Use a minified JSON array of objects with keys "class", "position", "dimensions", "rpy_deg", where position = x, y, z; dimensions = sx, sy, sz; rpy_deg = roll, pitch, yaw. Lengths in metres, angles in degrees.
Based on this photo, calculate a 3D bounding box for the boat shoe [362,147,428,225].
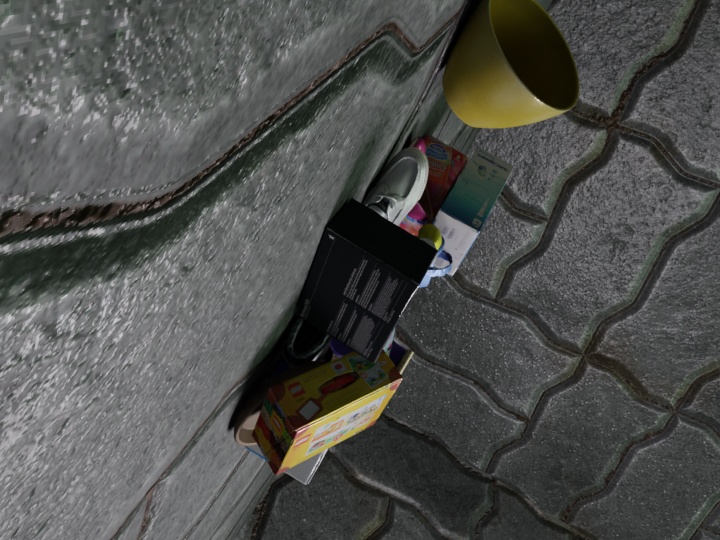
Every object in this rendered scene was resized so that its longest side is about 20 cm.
[{"class":"boat shoe","position":[0.033,-0.096,1.047],"dimensions":[0.200,0.072,0.069],"rpy_deg":[-51,178,18]}]

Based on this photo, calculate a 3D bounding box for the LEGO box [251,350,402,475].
[{"class":"LEGO box","position":[-0.052,0.210,1.056],"dimensions":[0.199,0.077,0.149],"rpy_deg":[-19,150,-34]}]

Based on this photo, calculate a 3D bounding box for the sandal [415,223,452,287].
[{"class":"sandal","position":[0.089,0.009,1.229],"dimensions":[0.200,0.087,0.080],"rpy_deg":[-39,-145,30]}]

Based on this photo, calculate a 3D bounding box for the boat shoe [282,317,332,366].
[{"class":"boat shoe","position":[-0.048,0.065,1.085],"dimensions":[0.201,0.071,0.091],"rpy_deg":[-55,180,-17]}]

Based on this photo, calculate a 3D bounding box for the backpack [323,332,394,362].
[{"class":"backpack","position":[0.000,0.094,1.383],"dimensions":[0.127,0.166,0.201],"rpy_deg":[-72,177,-72]}]

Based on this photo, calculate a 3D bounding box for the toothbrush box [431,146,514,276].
[{"class":"toothbrush box","position":[0.199,-0.113,1.306],"dimensions":[0.200,0.085,0.147],"rpy_deg":[-55,173,-36]}]

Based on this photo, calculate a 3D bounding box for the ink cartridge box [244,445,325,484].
[{"class":"ink cartridge box","position":[-0.139,0.350,1.432],"dimensions":[0.086,0.146,0.200],"rpy_deg":[-61,175,1]}]

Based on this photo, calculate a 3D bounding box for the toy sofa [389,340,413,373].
[{"class":"toy sofa","position":[0.013,0.160,1.511],"dimensions":[0.083,0.199,0.098],"rpy_deg":[-56,179,-17]}]

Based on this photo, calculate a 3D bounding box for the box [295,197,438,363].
[{"class":"box","position":[0.003,0.019,0.962],"dimensions":[0.079,0.141,0.201],"rpy_deg":[-57,175,-41]}]

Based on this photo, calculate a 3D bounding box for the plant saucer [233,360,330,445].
[{"class":"plant saucer","position":[-0.116,0.207,1.092],"dimensions":[0.199,0.030,0.201],"rpy_deg":[-29,154,-16]}]

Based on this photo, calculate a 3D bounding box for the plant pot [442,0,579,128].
[{"class":"plant pot","position":[0.205,-0.292,1.020],"dimensions":[0.142,0.200,0.200],"rpy_deg":[-27,-161,45]}]

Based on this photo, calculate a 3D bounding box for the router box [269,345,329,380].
[{"class":"router box","position":[-0.104,0.162,1.247],"dimensions":[0.201,0.049,0.179],"rpy_deg":[-60,175,12]}]

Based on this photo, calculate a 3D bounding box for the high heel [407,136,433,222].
[{"class":"high heel","position":[0.106,-0.152,1.194],"dimensions":[0.068,0.096,0.200],"rpy_deg":[-55,174,-29]}]

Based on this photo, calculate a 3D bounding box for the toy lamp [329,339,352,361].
[{"class":"toy lamp","position":[-0.051,0.184,1.284],"dimensions":[0.058,0.058,0.200],"rpy_deg":[-54,174,-39]}]

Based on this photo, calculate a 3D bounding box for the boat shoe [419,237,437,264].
[{"class":"boat shoe","position":[0.042,0.005,1.152],"dimensions":[0.062,0.072,0.200],"rpy_deg":[-6,154,-45]}]

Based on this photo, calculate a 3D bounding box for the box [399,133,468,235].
[{"class":"box","position":[0.121,-0.152,1.345],"dimensions":[0.103,0.094,0.200],"rpy_deg":[-56,174,-34]}]
